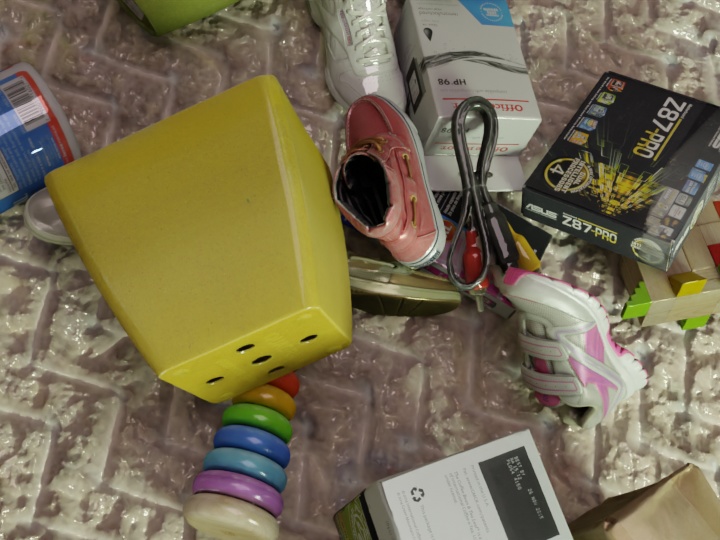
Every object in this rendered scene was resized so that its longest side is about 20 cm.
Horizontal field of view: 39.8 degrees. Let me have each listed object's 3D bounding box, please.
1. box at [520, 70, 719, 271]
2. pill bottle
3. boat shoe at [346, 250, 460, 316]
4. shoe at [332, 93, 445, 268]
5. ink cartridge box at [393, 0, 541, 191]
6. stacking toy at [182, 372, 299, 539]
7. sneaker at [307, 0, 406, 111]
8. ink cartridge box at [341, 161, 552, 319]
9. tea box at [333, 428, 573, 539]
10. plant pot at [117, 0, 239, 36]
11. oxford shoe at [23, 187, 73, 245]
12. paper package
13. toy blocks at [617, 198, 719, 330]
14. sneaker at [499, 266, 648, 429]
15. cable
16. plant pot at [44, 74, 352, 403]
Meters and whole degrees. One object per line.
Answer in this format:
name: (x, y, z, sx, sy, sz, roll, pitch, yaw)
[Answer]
box: (0.278, -0.106, 1.011, 0.160, 0.049, 0.200, 26, 58, 24)
pill bottle: (-0.360, -0.094, 0.886, 0.199, 0.112, 0.113, -32, 78, -20)
boat shoe: (-0.001, 0.001, 0.944, 0.198, 0.073, 0.064, 7, 73, 0)
shoe: (0.014, -0.100, 0.918, 0.071, 0.091, 0.202, -32, 56, 20)
ink cartridge box: (0.111, -0.182, 1.017, 0.114, 0.067, 0.202, -2, 61, -17)
stacking toy: (-0.087, 0.132, 0.875, 0.084, 0.086, 0.202, 18, 63, -4)
sneaker: (-0.005, -0.244, 1.019, 0.074, 0.100, 0.202, -17, 75, -19)
ink cartridge box: (0.086, -0.042, 0.997, 0.198, 0.037, 0.095, 29, 67, 3)
tea box: (0.084, 0.257, 0.794, 0.132, 0.197, 0.202, -15, 72, -17)
plant pot: (-0.162, -0.335, 0.996, 0.187, 0.187, 0.200, 44, 83, 7)
oxford shoe: (-0.210, -0.074, 0.915, 0.198, 0.058, 0.076, -15, 66, -30)
paper package: (0.256, 0.283, 0.821, 0.103, 0.191, 0.201, -26, 75, -16)
toy blocks: (0.341, -0.026, 1.017, 0.197, 0.100, 0.138, -9, 58, -4)
sneaker: (0.186, 0.077, 0.914, 0.200, 0.081, 0.089, 46, 74, -27)
cable: (0.109, -0.059, 0.948, 0.096, 0.050, 0.202, -16, 84, -10)
plant pot: (-0.109, -0.005, 0.819, 0.198, 0.200, 0.178, -23, 70, 5)
